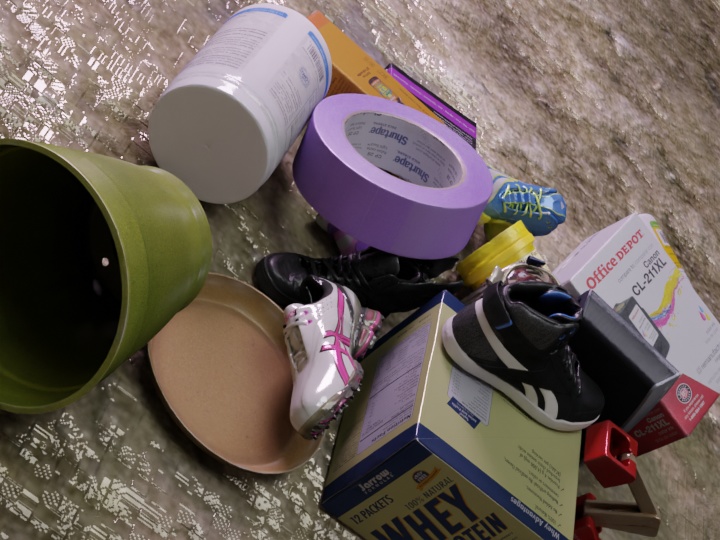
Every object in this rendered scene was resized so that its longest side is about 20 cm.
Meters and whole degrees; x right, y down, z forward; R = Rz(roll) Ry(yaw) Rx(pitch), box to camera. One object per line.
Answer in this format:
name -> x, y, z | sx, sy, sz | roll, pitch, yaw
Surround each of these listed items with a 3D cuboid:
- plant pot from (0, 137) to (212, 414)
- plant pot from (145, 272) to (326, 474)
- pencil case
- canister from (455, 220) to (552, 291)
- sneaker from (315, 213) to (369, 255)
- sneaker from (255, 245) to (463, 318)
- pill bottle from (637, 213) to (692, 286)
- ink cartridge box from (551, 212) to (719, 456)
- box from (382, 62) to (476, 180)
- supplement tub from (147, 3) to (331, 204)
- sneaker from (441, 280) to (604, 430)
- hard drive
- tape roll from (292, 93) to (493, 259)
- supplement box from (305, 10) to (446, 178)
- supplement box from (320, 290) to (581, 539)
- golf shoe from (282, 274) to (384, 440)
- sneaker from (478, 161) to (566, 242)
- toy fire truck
plant pot -> -0.215, -0.010, 1.104 | 0.201, 0.200, 0.193 | 55, 25, 6
plant pot -> -0.113, 0.095, 1.249 | 0.199, 0.027, 0.202 | 28, 42, -29
pencil case -> 0.131, 0.049, 1.423 | 0.089, 0.200, 0.078 | 45, 64, -4
canister -> 0.195, 0.055, 1.542 | 0.201, 0.086, 0.149 | 56, -1, 4
sneaker -> 0.042, -0.039, 1.503 | 0.199, 0.080, 0.089 | -10, 71, -45
sneaker -> 0.000, 0.003, 1.389 | 0.198, 0.104, 0.061 | 19, 46, -37
pill bottle -> 0.365, 0.041, 1.758 | 0.110, 0.111, 0.202 | -4, 63, -49
ink cartridge box -> 0.286, 0.065, 1.456 | 0.201, 0.083, 0.146 | 52, 52, -3
box -> 0.075, -0.140, 1.659 | 0.142, 0.036, 0.201 | 32, 38, -24
supplement tub -> -0.115, -0.170, 1.389 | 0.132, 0.132, 0.201 | 44, 36, -10
sneaker -> 0.181, 0.077, 1.287 | 0.199, 0.112, 0.074 | 28, 41, -30
hard drive -> 0.217, 0.122, 1.412 | 0.135, 0.200, 0.042 | 44, 46, 6
tape roll -> 0.033, -0.098, 1.420 | 0.198, 0.066, 0.201 | 20, 31, -12
supplement box -> -0.003, -0.195, 1.560 | 0.200, 0.069, 0.067 | 41, 41, 6
supplement box -> 0.093, 0.172, 1.317 | 0.199, 0.134, 0.201 | 38, 37, -18
golf shoe -> -0.042, 0.078, 1.266 | 0.092, 0.073, 0.201 | 37, 27, -9
sneaker -> 0.178, -0.087, 1.605 | 0.200, 0.104, 0.077 | 42, 40, -67
toy fire truck -> 0.248, 0.249, 1.397 | 0.200, 0.140, 0.049 | 47, 34, -24
